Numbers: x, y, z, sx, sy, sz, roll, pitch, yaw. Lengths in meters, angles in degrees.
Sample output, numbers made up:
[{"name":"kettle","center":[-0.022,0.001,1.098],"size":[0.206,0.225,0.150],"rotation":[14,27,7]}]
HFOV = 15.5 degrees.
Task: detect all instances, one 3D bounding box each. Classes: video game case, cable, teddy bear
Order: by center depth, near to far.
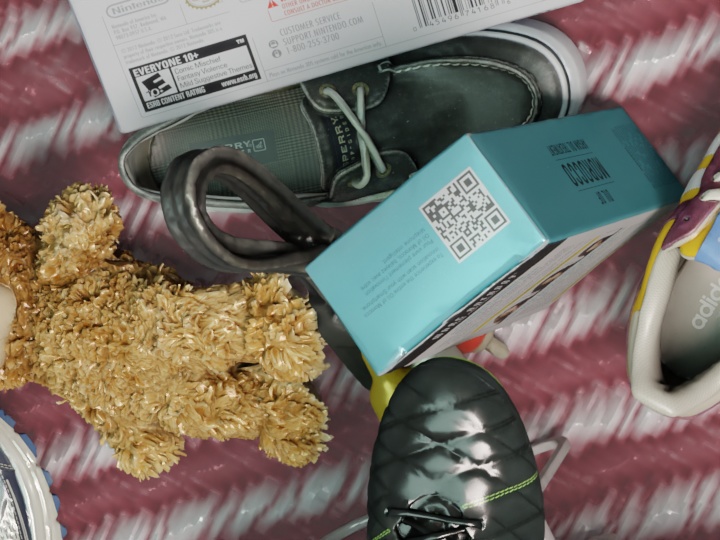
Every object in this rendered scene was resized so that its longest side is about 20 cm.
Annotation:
[{"name":"video game case","center":[-0.029,-0.162,1.022],"size":[0.199,0.046,0.182],"rotation":[-16,127,4]},{"name":"cable","center":[0.000,0.000,1.052],"size":[0.050,0.097,0.200],"rotation":[2,147,36]},{"name":"teddy bear","center":[-0.102,0.030,1.125],"size":[0.199,0.067,0.145],"rotation":[25,144,4]}]

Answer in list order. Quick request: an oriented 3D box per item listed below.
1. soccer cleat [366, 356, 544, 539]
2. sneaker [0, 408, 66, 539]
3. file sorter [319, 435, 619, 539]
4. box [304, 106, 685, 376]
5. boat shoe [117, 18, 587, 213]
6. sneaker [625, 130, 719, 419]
[{"name":"soccer cleat","center":[0.029,0.134,0.981],"size":[0.067,0.081,0.201],"rotation":[6,104,14]},{"name":"sneaker","center":[-0.175,0.141,1.165],"size":[0.077,0.085,0.201],"rotation":[-17,97,46]},{"name":"file sorter","center":[0.063,0.190,1.093],"size":[0.138,0.125,0.201],"rotation":[-25,95,20]},{"name":"box","center":[0.057,-0.015,1.006],"size":[0.082,0.200,0.049],"rotation":[-39,82,20]},{"name":"boat shoe","center":[-0.005,-0.053,1.088],"size":[0.199,0.071,0.072],"rotation":[-14,98,20]},{"name":"sneaker","center":[0.164,-0.031,1.030],"size":[0.075,0.090,0.201],"rotation":[25,109,11]}]
